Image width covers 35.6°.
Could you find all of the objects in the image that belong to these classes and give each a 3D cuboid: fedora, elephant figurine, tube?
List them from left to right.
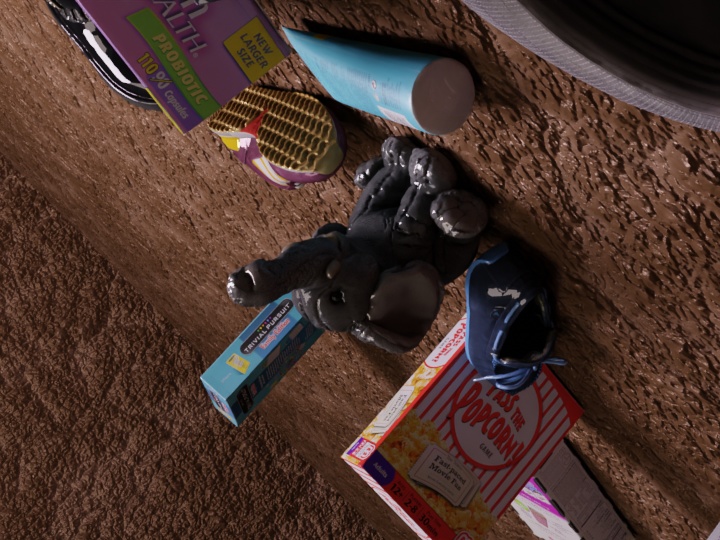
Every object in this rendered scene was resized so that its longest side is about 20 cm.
[{"bbox_3d":[0.000,0.000,0.898,0.155,0.200,0.141,45,164,-9],"label":"elephant figurine"},{"bbox_3d":[0.006,-0.138,0.812,0.200,0.050,0.078,28,156,56],"label":"tube"},{"bbox_3d":[0.124,-0.139,0.423,0.200,0.090,0.177,29,162,22],"label":"fedora"}]

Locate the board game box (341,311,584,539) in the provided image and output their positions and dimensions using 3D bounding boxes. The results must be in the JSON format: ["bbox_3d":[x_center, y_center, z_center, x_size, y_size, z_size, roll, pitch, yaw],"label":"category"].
[{"bbox_3d":[0.101,0.155,1.066,0.152,0.200,0.046,48,163,-21],"label":"board game box"}]

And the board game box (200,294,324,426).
[{"bbox_3d":[-0.115,0.098,1.450,0.047,0.200,0.151,39,164,13],"label":"board game box"}]

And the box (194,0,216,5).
[{"bbox_3d":[-0.062,-0.239,0.545,0.141,0.079,0.200,-4,140,27],"label":"box"}]

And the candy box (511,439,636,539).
[{"bbox_3d":[0.218,0.255,1.307,0.136,0.061,0.200,19,152,55],"label":"candy box"}]

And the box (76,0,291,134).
[{"bbox_3d":[-0.161,-0.221,0.799,0.176,0.097,0.200,53,178,-35],"label":"box"}]

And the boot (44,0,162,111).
[{"bbox_3d":[-0.246,-0.253,1.059,0.211,0.079,0.158,40,165,13],"label":"boot"}]

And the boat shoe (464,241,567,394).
[{"bbox_3d":[0.129,0.061,0.958,0.069,0.084,0.200,46,172,34],"label":"boat shoe"}]

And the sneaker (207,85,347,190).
[{"bbox_3d":[-0.057,-0.110,1.011,0.090,0.075,0.200,44,173,-37],"label":"sneaker"}]

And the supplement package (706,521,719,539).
[{"bbox_3d":[0.374,0.286,0.909,0.114,0.110,0.200,49,163,-24],"label":"supplement package"}]
